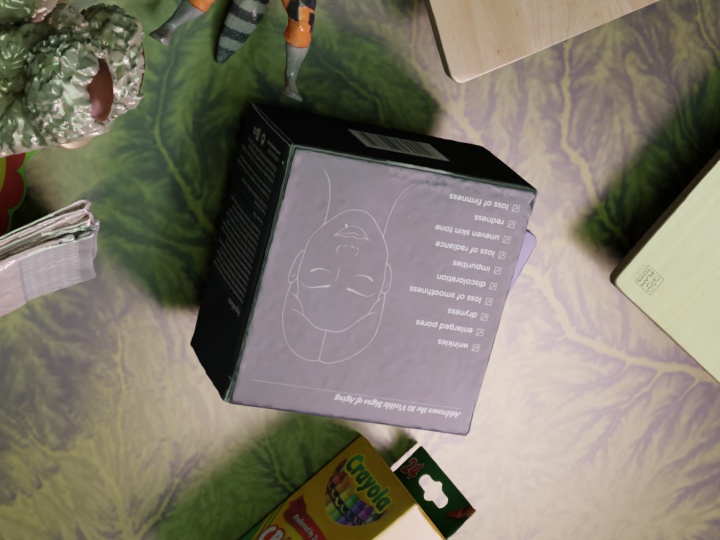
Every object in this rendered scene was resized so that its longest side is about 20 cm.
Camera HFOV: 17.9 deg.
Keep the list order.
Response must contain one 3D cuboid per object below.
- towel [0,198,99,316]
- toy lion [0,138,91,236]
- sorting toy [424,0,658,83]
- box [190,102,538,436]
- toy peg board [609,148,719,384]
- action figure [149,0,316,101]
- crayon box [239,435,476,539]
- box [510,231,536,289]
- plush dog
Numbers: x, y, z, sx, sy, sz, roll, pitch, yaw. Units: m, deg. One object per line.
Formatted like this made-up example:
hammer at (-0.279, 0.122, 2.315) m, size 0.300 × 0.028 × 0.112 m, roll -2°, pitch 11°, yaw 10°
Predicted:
towel at (-0.270, 0.017, 1.589) m, size 0.190 × 0.200 × 0.032 m, roll -25°, pitch 85°, yaw -10°
toy lion at (-0.282, -0.111, 1.555) m, size 0.191 × 0.068 × 0.201 m, roll -40°, pitch 122°, yaw -33°
sorting toy at (0.120, -0.272, 1.685) m, size 0.197 × 0.070 × 0.201 m, roll -23°, pitch 118°, yaw -11°
box at (0.000, 0.000, 1.684) m, size 0.198 × 0.124 × 0.198 m, roll 9°, pitch 105°, yaw -21°
toy peg board at (0.329, -0.010, 1.873) m, size 0.199 × 0.098 × 0.200 m, roll 41°, pitch 92°, yaw -13°
action figure at (-0.085, -0.244, 1.624) m, size 0.199 × 0.105 × 0.195 m, roll 23°, pitch 95°, yaw -1°
crayon box at (-0.017, 0.214, 1.798) m, size 0.200 × 0.127 × 0.051 m, roll -41°, pitch 119°, yaw -3°
box at (0.041, -0.008, 1.784) m, size 0.199 × 0.032 × 0.122 m, roll 24°, pitch 101°, yaw -28°
plush dog at (-0.236, -0.163, 1.466) m, size 0.159 × 0.200 × 0.173 m, roll -14°, pitch 100°, yaw 8°
